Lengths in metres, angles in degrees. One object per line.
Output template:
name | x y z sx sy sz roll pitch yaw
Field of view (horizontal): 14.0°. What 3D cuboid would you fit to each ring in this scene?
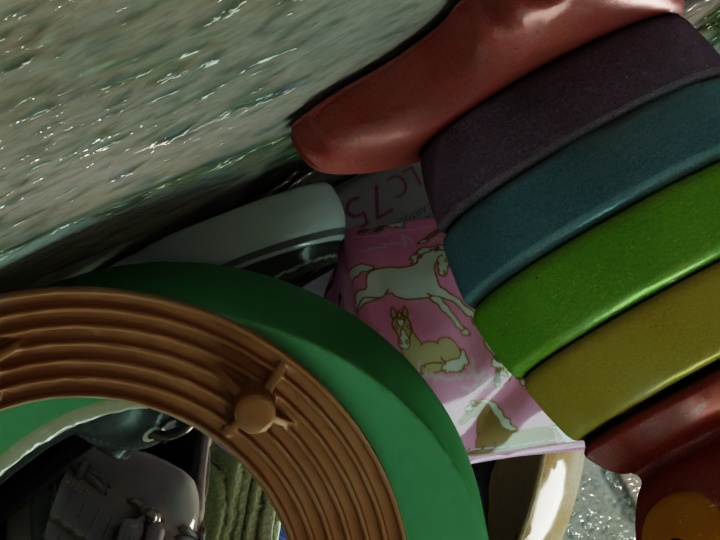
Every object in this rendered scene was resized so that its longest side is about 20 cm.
ring | -0.084 0.101 0.883 0.200 0.200 0.019 -28 -163 7

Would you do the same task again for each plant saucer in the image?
plant saucer | 0.065 0.092 1.427 0.035 0.200 0.200 14 157 -18

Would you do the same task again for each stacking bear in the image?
stacking bear | 0.089 0.013 0.850 0.114 0.200 0.121 -20 170 -48

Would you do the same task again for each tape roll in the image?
tape roll | -0.058 0.099 0.918 0.200 0.200 0.048 -28 -162 7

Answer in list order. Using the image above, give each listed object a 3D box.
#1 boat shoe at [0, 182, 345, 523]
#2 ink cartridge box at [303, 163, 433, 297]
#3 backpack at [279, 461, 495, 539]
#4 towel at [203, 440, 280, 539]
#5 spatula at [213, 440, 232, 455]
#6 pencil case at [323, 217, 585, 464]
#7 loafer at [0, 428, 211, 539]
boat shoe | -0.083 0.037 0.965 0.200 0.057 0.069 -30 173 18
ink cartridge box | 0.000 0.000 1.100 0.119 0.042 0.200 -28 175 11
backpack | -0.053 0.119 1.374 0.200 0.135 0.183 10 157 -20
towel | -0.093 0.136 1.169 0.036 0.148 0.200 17 168 -33
spatula | -0.034 0.055 1.039 0.200 0.056 0.021 -165 -82 -82
pencil case | 0.088 0.019 0.975 0.200 0.087 0.083 -8 -150 -7
loafer | -0.085 0.076 1.038 0.063 0.072 0.200 -46 -163 19
